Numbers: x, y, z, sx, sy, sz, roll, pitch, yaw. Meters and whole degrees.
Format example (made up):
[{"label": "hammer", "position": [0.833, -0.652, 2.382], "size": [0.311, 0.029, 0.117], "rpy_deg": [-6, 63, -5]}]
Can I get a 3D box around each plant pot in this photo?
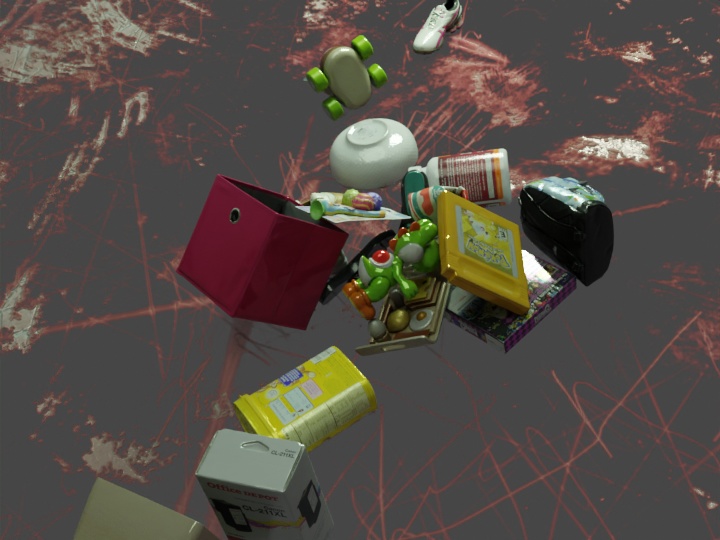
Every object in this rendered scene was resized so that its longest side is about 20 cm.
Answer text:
[{"label": "plant pot", "position": [-0.302, 0.438, 1.330], "size": [0.199, 0.200, 0.178], "rpy_deg": [14, 60, 29]}]

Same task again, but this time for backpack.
[{"label": "backpack", "position": [0.374, -0.092, 1.734], "size": [0.153, 0.164, 0.199], "rpy_deg": [-31, 36, -29]}]

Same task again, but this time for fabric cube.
[{"label": "fabric cube", "position": [-0.181, -0.032, 1.728], "size": [0.196, 0.199, 0.200], "rpy_deg": [34, 102, 39]}]

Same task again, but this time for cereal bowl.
[{"label": "cereal bowl", "position": [0.024, -0.270, 2.072], "size": [0.198, 0.084, 0.201], "rpy_deg": [-8, 43, 8]}]

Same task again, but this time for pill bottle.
[{"label": "pill bottle", "position": [0.199, -0.176, 1.894], "size": [0.198, 0.113, 0.113], "rpy_deg": [-6, 42, 10]}]

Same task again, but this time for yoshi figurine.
[{"label": "yoshi figurine", "position": [0.071, 0.003, 1.667], "size": [0.200, 0.112, 0.112], "rpy_deg": [-44, 75, 3]}]

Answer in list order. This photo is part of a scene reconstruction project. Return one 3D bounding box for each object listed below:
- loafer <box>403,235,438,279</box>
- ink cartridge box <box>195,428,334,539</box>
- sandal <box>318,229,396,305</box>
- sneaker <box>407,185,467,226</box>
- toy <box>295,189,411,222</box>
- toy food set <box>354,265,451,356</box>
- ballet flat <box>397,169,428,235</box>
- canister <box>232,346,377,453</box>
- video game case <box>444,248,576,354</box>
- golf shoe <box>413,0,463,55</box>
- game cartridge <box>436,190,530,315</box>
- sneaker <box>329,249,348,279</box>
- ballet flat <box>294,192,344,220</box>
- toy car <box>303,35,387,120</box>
[{"label": "loafer", "position": [0.160, -0.037, 1.755], "size": [0.199, 0.076, 0.068], "rpy_deg": [-24, 12, 8]}, {"label": "ink cartridge box", "position": [-0.137, 0.333, 1.376], "size": [0.145, 0.201, 0.083], "rpy_deg": [6, 45, 22]}, {"label": "sandal", "position": [0.000, 0.000, 1.804], "size": [0.043, 0.076, 0.200], "rpy_deg": [43, 75, 11]}, {"label": "sneaker", "position": [0.176, -0.112, 1.780], "size": [0.093, 0.199, 0.071], "rpy_deg": [-20, 66, 34]}, {"label": "toy", "position": [-0.009, -0.123, 1.751], "size": [0.199, 0.048, 0.115], "rpy_deg": [-10, 23, -43]}, {"label": "toy food set", "position": [0.076, 0.062, 1.681], "size": [0.143, 0.061, 0.201], "rpy_deg": [-14, 39, 31]}, {"label": "ballet flat", "position": [0.107, -0.094, 1.834], "size": [0.073, 0.073, 0.202], "rpy_deg": [1, 88, 18]}, {"label": "canister", "position": [-0.089, 0.226, 1.566], "size": [0.199, 0.087, 0.148], "rpy_deg": [-30, 44, -18]}, {"label": "video game case", "position": [0.255, 0.042, 1.698], "size": [0.200, 0.036, 0.181], "rpy_deg": [-39, 45, -24]}, {"label": "golf shoe", "position": [0.189, -0.624, 2.400], "size": [0.072, 0.092, 0.200], "rpy_deg": [18, 52, 30]}, {"label": "game cartridge", "position": [0.214, -0.033, 1.652], "size": [0.175, 0.032, 0.201], "rpy_deg": [23, 42, -22]}, {"label": "sneaker", "position": [-0.115, -0.046, 1.867], "size": [0.199, 0.088, 0.075], "rpy_deg": [10, 49, 27]}, {"label": "ballet flat", "position": [-0.107, -0.124, 1.966], "size": [0.199, 0.063, 0.069], "rpy_deg": [-27, 43, -14]}, {"label": "toy car", "position": [-0.062, -0.479, 2.287], "size": [0.164, 0.158, 0.200], "rpy_deg": [-37, 34, -8]}]
